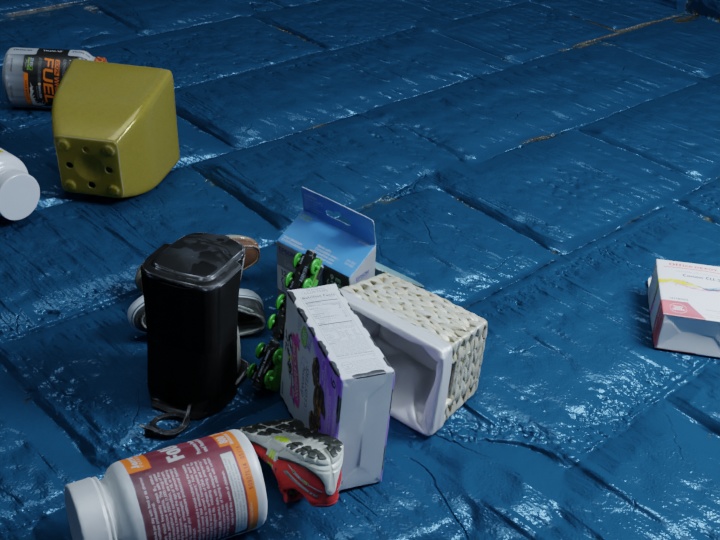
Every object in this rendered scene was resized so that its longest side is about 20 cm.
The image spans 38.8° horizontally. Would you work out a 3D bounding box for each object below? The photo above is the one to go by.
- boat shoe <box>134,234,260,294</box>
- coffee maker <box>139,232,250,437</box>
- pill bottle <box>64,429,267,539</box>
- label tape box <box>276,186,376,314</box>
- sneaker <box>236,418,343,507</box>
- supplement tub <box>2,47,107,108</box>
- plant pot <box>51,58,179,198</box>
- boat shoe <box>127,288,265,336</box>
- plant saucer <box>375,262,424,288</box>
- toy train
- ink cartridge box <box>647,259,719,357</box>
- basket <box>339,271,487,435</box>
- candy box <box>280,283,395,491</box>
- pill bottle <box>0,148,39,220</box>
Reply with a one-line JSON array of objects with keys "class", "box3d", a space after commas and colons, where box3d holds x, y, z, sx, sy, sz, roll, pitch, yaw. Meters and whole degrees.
[{"class": "boat shoe", "box3d": [-0.241, 0.006, 1.563, 0.199, 0.076, 0.072, -21, 42, -20]}, {"class": "coffee maker", "box3d": [-0.213, 0.078, 1.316, 0.133, 0.202, 0.193, 1, 31, -2]}, {"class": "pill bottle", "box3d": [-0.212, 0.252, 1.113, 0.198, 0.115, 0.114, -12, 35, -26]}, {"class": "label tape box", "box3d": [-0.051, 0.001, 1.460, 0.143, 0.202, 0.066, 26, 42, 32]}, {"class": "sneaker", "box3d": [-0.088, 0.229, 1.207, 0.076, 0.086, 0.199, -6, 10, -30]}, {"class": "supplement tub", "box3d": [-0.629, -0.398, 2.122, 0.198, 0.124, 0.123, 1, 31, -3]}, {"class": "plant pot", "box3d": [-0.449, -0.236, 1.823, 0.192, 0.197, 0.201, 7, 38, 5]}, {"class": "boat shoe", "box3d": [-0.230, 0.063, 1.462, 0.198, 0.073, 0.071, -6, 28, -19]}, {"class": "plant saucer", "box3d": [0.000, 0.000, 1.567, 0.200, 0.039, 0.201, 25, 3, -1]}, {"class": "toy train", "box3d": [-0.097, 0.069, 1.380, 0.041, 0.202, 0.056, 18, -10, 25]}, {"class": "ink cartridge box", "box3d": [0.510, 0.045, 1.578, 0.115, 0.068, 0.201, 8, 32, 6]}, {"class": "basket", "box3d": [0.060, 0.104, 1.372, 0.199, 0.137, 0.123, 26, 34, 33]}, {"class": "candy box", "box3d": [-0.034, 0.140, 1.265, 0.071, 0.169, 0.200, -7, 32, -21]}, {"class": "pill bottle", "box3d": [-0.637, -0.159, 1.741, 0.199, 0.112, 0.111, 27, 38, 34]}]
